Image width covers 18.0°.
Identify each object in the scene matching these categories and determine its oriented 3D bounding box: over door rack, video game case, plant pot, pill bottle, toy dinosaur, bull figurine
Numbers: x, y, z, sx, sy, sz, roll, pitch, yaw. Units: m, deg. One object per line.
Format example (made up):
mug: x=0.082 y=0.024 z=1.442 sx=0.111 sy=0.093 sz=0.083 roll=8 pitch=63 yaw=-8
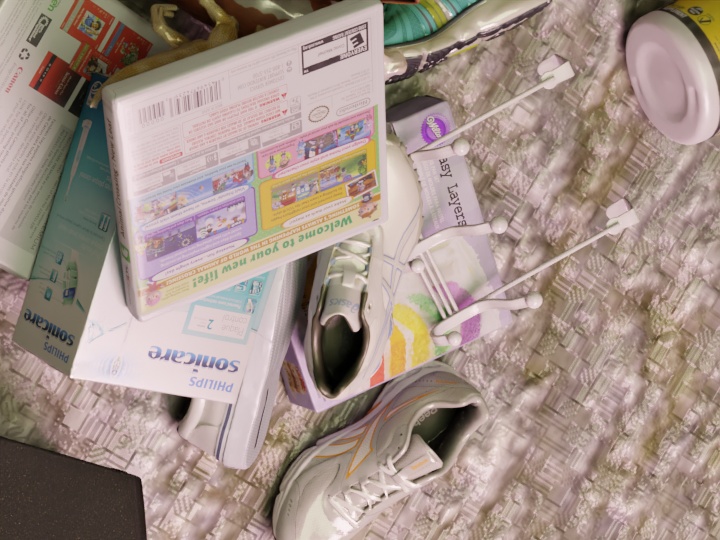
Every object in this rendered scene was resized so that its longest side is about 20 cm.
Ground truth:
over door rack: x=0.113 y=-0.053 z=1.714 sx=0.200 sy=0.067 sz=0.148 roll=-33 pitch=112 yaw=-17
video game case: x=-0.071 y=-0.074 z=1.501 sx=0.200 sy=0.022 sz=0.182 roll=-23 pitch=133 yaw=-24
plant pot: x=-0.256 y=0.209 z=1.582 sx=0.199 sy=0.200 sz=0.178 roll=20 pitch=77 yaw=-26
pill bottle: x=0.322 y=-0.185 z=1.818 sx=0.200 sy=0.111 sz=0.111 roll=-24 pitch=108 yaw=-20
toy dinosaur: x=-0.098 y=-0.144 z=1.510 sx=0.200 sy=0.058 sz=0.101 roll=6 pitch=52 yaw=-45
bull figurine: x=-0.050 y=-0.186 z=1.596 sx=0.200 sy=0.121 sz=0.065 roll=24 pitch=53 yaw=-12

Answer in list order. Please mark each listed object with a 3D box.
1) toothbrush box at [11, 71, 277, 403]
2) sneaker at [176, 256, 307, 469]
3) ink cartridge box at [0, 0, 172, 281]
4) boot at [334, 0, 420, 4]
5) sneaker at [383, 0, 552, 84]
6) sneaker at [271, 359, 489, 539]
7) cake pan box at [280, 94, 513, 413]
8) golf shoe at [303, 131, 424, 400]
toothbrush box: x=-0.136 y=-0.020 z=1.577 sx=0.146 sy=0.085 sz=0.200 roll=14 pitch=98 yaw=-41
sneaker: x=-0.092 y=0.051 z=1.663 sx=0.071 sy=0.073 sz=0.200 roll=19 pitch=111 yaw=10
ink cartridge box: x=-0.231 y=-0.104 z=1.580 sx=0.176 sy=0.084 sz=0.200 roll=33 pitch=84 yaw=-41
boot: x=0.031 y=-0.278 z=1.514 sx=0.188 sy=0.068 sz=0.200 roll=0 pitch=80 yaw=-1
sneaker: x=0.048 y=-0.196 z=1.722 sx=0.200 sy=0.078 sz=0.080 roll=-27 pitch=87 yaw=-21
sneaker: x=0.016 y=0.150 z=1.743 sx=0.200 sy=0.092 sz=0.076 roll=-47 pitch=114 yaw=-11
cake pan box: x=0.006 y=-0.018 z=1.734 sx=0.184 sy=0.052 sz=0.200 roll=-23 pitch=107 yaw=-22
golf shoe: x=0.000 y=0.000 z=1.627 sx=0.078 sy=0.097 sz=0.200 roll=7 pitch=108 yaw=4
